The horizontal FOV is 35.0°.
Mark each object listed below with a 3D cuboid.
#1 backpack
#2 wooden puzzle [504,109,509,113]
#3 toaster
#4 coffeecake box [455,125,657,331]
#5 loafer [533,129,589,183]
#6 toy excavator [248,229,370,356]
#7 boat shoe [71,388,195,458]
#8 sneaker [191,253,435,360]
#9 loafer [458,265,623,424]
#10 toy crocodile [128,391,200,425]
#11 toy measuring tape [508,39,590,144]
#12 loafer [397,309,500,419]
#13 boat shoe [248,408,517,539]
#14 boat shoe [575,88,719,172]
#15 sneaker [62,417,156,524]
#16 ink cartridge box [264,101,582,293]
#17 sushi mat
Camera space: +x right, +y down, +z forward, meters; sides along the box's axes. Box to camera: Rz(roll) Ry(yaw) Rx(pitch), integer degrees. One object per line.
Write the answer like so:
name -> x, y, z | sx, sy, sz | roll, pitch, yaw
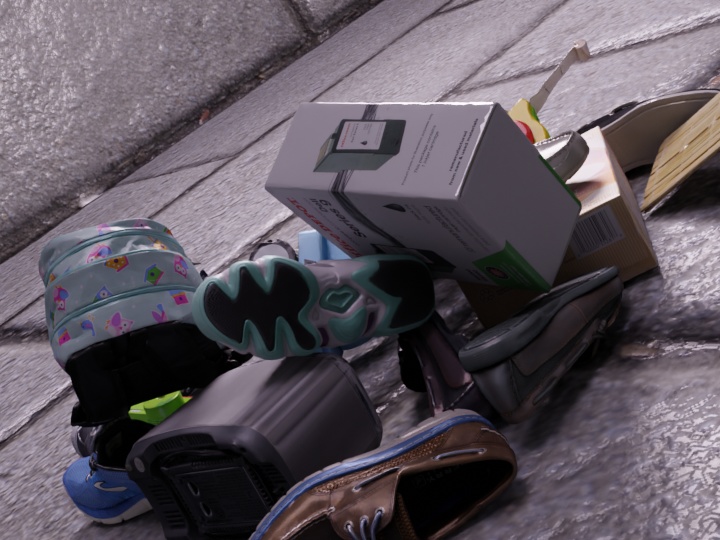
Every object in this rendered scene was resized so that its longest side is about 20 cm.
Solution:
backpack -> -0.191, 0.043, 0.941 | 0.166, 0.127, 0.200 | -24, -16, -6
wooden puzzle -> 0.037, -0.125, 1.209 | 0.184, 0.047, 0.200 | -26, 5, -25
toaster -> -0.072, 0.136, 0.866 | 0.199, 0.114, 0.129 | -17, 19, 42
coffeecake box -> 0.169, -0.038, 1.019 | 0.153, 0.073, 0.200 | -28, 17, 16
loafer -> 0.102, -0.075, 0.991 | 0.199, 0.070, 0.070 | -26, 16, 25
toy excavator -> 0.000, 0.000, 1.089 | 0.198, 0.100, 0.196 | -6, 65, 10
boat shoe -> -0.215, 0.125, 1.196 | 0.200, 0.072, 0.068 | -41, 18, -24
sneaker -> -0.054, 0.031, 0.904 | 0.198, 0.079, 0.140 | -1, -5, -28
loafer -> 0.142, 0.053, 0.844 | 0.072, 0.063, 0.199 | -25, 0, 42
toy crocodile -> -0.143, 0.138, 1.053 | 0.199, 0.068, 0.062 | -10, 19, 43
toy measuring tape -> 0.184, -0.143, 1.140 | 0.200, 0.074, 0.073 | -50, 21, -9
loafer -> 0.054, 0.074, 0.910 | 0.063, 0.072, 0.200 | -35, 21, -5
boat shoe -> 0.012, 0.158, 0.736 | 0.199, 0.073, 0.072 | -34, 19, -12
boat shoe -> 0.279, -0.135, 1.125 | 0.199, 0.074, 0.060 | -27, 20, 40
sneaker -> -0.205, 0.168, 1.014 | 0.199, 0.089, 0.079 | -16, 32, 41
ink cartridge box -> 0.047, -0.059, 0.887 | 0.199, 0.146, 0.085 | 7, 68, 43
sushi mat -> 0.306, -0.127, 0.977 | 0.096, 0.012, 0.200 | -65, 7, -31
